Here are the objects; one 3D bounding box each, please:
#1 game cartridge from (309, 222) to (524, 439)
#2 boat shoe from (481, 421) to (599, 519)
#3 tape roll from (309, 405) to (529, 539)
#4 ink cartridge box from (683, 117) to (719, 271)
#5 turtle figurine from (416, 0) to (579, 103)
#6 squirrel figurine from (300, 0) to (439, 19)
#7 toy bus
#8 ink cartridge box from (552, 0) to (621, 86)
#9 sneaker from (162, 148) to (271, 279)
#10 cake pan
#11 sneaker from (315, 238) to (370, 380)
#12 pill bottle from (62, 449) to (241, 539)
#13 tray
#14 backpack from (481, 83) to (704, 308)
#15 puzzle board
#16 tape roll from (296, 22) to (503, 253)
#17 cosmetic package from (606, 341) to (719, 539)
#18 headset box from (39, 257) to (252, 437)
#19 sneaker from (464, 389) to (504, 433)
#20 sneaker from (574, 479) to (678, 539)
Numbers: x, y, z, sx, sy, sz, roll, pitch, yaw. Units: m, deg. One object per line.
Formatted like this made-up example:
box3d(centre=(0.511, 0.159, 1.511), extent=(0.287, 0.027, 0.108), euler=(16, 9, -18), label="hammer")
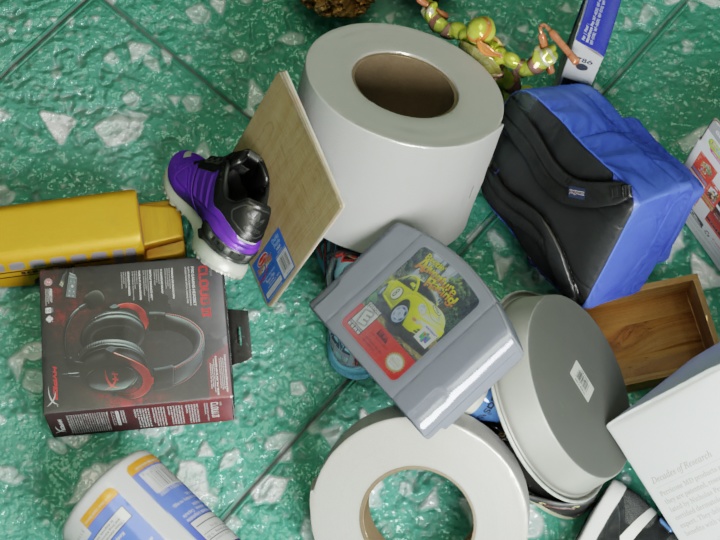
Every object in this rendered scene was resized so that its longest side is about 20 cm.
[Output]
box3d(centre=(0.052, 0.044, 1.289), extent=(0.133, 0.041, 0.200), euler=(-40, 48, -5), label="game cartridge")
box3d(centre=(0.135, 0.174, 1.377), extent=(0.200, 0.063, 0.074), euler=(24, 69, 8), label="boat shoe")
box3d(centre=(0.053, 0.219, 1.300), extent=(0.200, 0.037, 0.205), euler=(3, 107, 8), label="tape roll")
box3d(centre=(0.411, -0.051, 1.424), extent=(0.083, 0.176, 0.201), euler=(-28, 72, -14), label="ink cartridge box")
box3d(centre=(0.139, -0.213, 1.473), extent=(0.199, 0.161, 0.065), euler=(25, 78, 24), label="turtle figurine")
box3d(centre=(0.010, -0.348, 1.564), extent=(0.200, 0.142, 0.187), euler=(-43, 86, -4), label="squirrel figurine")
box3d(centre=(-0.275, -0.033, 1.426), extent=(0.198, 0.078, 0.066), euler=(-8, 68, -7), label="toy bus")
box3d(centre=(0.232, -0.233, 1.475), extent=(0.039, 0.200, 0.100), euler=(17, 69, 4), label="ink cartridge box")
box3d(centre=(-0.130, -0.081, 1.408), extent=(0.069, 0.100, 0.200), euler=(19, 23, -33), label="sneaker")
box3d(centre=(0.187, 0.109, 1.312), extent=(0.037, 0.199, 0.202), euler=(-23, 63, 34), label="cake pan")
box3d(centre=(0.000, 0.000, 1.420), extent=(0.078, 0.096, 0.202), euler=(-5, 68, -5), label="sneaker")
box3d(centre=(-0.163, 0.267, 1.291), extent=(0.200, 0.112, 0.112), euler=(42, 71, 13), label="pill bottle")
box3d(centre=(0.255, 0.073, 1.439), extent=(0.198, 0.037, 0.100), euler=(-10, 68, -9), label="tray")
box3d(centre=(0.223, -0.084, 1.434), extent=(0.167, 0.163, 0.200), euler=(-12, 48, -42), label="backpack")
box3d(centre=(-0.079, -0.076, 1.397), extent=(0.017, 0.200, 0.152), euler=(-13, 68, -31), label="puzzle board")
box3d(centre=(0.027, -0.129, 1.413), extent=(0.201, 0.140, 0.204), euler=(11, 41, -10), label="tape roll")
box3d(centre=(0.369, 0.162, 1.294), extent=(0.167, 0.166, 0.201), euler=(-27, 82, -43), label="cosmetic package")
box3d(centre=(-0.205, 0.072, 1.388), extent=(0.198, 0.075, 0.150), euler=(-4, 67, -6), label="headset box")
box3d(centre=(0.113, 0.088, 1.383), extent=(0.110, 0.200, 0.077), euler=(23, 105, -24), label="sneaker")
box3d(centre=(0.232, 0.300, 1.322), extent=(0.111, 0.073, 0.201), euler=(31, 68, 11), label="sneaker")
